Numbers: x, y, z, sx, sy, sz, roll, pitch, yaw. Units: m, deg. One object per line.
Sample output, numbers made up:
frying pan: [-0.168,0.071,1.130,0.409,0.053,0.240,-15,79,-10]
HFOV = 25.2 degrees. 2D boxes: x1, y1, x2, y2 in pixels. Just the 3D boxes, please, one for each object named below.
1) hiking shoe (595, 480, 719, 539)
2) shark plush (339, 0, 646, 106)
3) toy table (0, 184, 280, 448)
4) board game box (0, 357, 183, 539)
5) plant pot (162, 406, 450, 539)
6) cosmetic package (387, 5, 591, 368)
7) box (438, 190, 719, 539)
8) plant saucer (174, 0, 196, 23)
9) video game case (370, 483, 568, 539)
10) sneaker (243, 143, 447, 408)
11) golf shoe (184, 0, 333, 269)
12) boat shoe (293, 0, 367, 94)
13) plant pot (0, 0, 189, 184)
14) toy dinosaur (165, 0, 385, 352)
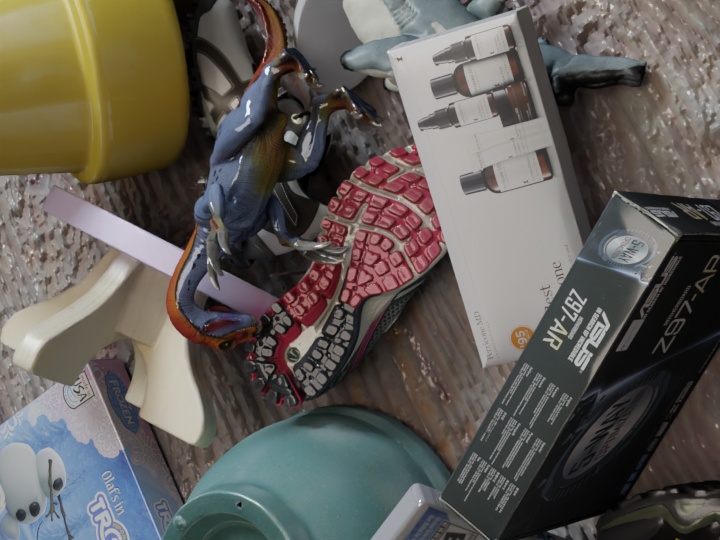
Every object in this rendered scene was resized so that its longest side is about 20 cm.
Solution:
hiking shoe: [0.224,0.168,0.895,0.200,0.076,0.101,-6,84,33]
shark plush: [0.073,-0.145,0.993,0.200,0.091,0.083,16,92,33]
toy table: [-0.157,0.032,1.108,0.200,0.184,0.117,24,86,40]
board game box: [-0.221,0.200,1.217,0.199,0.043,0.200,-35,71,28]
plant pot: [-0.045,0.192,1.038,0.200,0.134,0.200,0,91,35]
cosmetic package: [0.086,-0.048,0.957,0.082,0.051,0.200,-15,101,19]
box: [0.143,0.052,0.899,0.044,0.160,0.200,38,109,28]
plant saucer: [-0.147,-0.281,1.173,0.200,0.032,0.200,0,90,33]
video game case: [0.053,0.230,0.961,0.200,0.182,0.022,-55,28,21]
sneaker: [0.000,0.000,1.053,0.081,0.075,0.200,42,100,13]
golf shoe: [-0.067,-0.103,1.105,0.094,0.078,0.200,-13,76,8]
boat shoe: [-0.005,-0.217,1.064,0.057,0.069,0.200,-130,50,-63]
plant pot: [-0.240,-0.144,1.096,0.201,0.189,0.201,49,148,45]
toy dinosaur: [-0.068,-0.047,1.022,0.182,0.105,0.200,-49,36,16]
